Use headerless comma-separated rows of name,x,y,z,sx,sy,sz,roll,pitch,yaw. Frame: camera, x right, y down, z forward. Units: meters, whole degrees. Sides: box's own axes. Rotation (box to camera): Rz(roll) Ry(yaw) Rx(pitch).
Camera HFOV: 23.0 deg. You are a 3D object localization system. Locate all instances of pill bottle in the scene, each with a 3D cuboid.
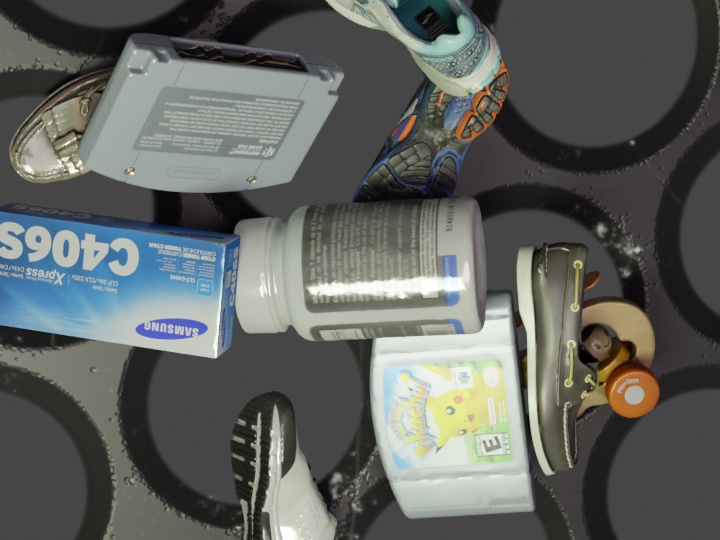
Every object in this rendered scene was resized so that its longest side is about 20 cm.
pill bottle,0.000,0.000,1.454,0.199,0.114,0.115,-2,104,10

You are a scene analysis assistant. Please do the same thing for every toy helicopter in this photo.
toy helicopter,0.161,0.074,1.564,0.199,0.079,0.133,-16,112,1

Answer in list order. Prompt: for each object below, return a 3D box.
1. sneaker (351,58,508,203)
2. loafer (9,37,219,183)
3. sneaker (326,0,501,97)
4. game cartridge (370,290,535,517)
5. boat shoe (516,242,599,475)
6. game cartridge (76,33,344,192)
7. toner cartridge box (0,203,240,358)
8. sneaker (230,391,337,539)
sneaker,0.059,-0.108,1.496,0.075,0.079,0.200,32,110,-14
loafer,-0.191,-0.130,1.427,0.199,0.063,0.072,-28,108,-8
sneaker,0.030,-0.226,1.411,0.200,0.086,0.078,39,86,23
game cartridge,0.077,0.119,1.536,0.132,0.040,0.201,-4,106,14
boat shoe,0.172,0.076,1.499,0.060,0.072,0.203,-4,102,14
game cartridge,-0.122,-0.121,1.409,0.199,0.041,0.134,3,130,-38
toner cartridge box,-0.200,0.007,1.422,0.199,0.043,0.096,8,102,11
sneaker,-0.064,0.198,1.539,0.080,0.074,0.201,-11,109,-27
